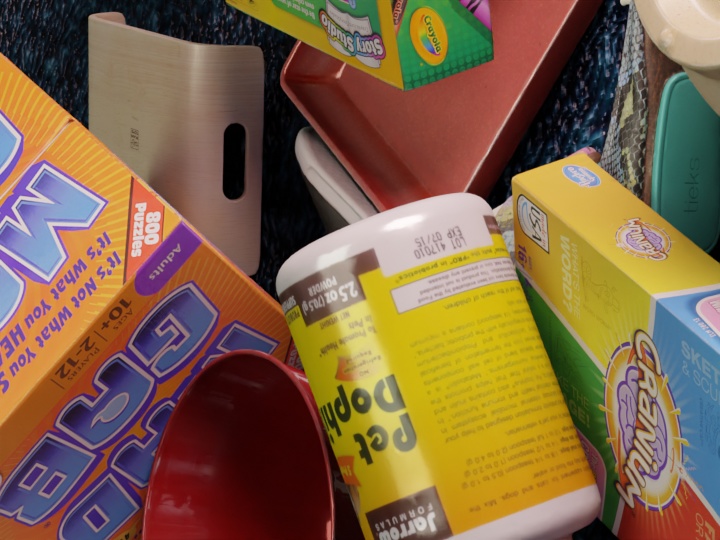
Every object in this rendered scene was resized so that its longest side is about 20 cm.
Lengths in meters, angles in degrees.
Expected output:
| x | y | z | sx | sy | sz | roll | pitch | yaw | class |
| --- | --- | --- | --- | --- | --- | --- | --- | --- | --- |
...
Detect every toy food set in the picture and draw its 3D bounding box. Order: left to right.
| x | y | z | sx | sy | sz | roll | pitch | yaw | class |
| --- | --- | --- | --- | --- | --- | --- | --- | --- | --- |
| -0.119 | -0.085 | 1.514 | 0.200 | 0.060 | 0.144 | 21 | 113 | 58 | toy food set |

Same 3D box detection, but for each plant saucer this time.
| x | y | z | sx | sy | sz | roll | pitch | yaw | class |
| --- | --- | --- | --- | --- | --- | --- | --- | --- | --- |
| 0.051 | -0.134 | 1.250 | 0.200 | 0.037 | 0.200 | -60 | 37 | 19 | plant saucer |

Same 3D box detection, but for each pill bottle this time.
| x | y | z | sx | sy | sz | roll | pitch | yaw | class |
| --- | --- | --- | --- | --- | --- | --- | --- | --- | --- |
| 0.041 | 0.074 | 1.075 | 0.109 | 0.109 | 0.201 | -30 | 78 | 51 | pill bottle |

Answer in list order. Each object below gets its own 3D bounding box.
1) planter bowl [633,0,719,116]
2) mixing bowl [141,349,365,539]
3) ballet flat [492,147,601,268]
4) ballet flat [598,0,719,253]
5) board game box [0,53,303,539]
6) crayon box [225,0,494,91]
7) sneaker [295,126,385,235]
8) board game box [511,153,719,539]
| x | y | z | sx | sy | sz | roll | pitch | yaw | class |
| --- | --- | --- | --- | --- | --- | --- | --- | --- | --- |
| 0.195 | -0.130 | 0.953 | 0.200 | 0.134 | 0.201 | -19 | 67 | 55 | planter bowl |
| -0.025 | 0.145 | 1.259 | 0.200 | 0.108 | 0.201 | -14 | 73 | 56 | mixing bowl |
| 0.065 | 0.029 | 1.164 | 0.071 | 0.069 | 0.201 | 19 | 98 | 27 | ballet flat |
| 0.143 | -0.103 | 1.090 | 0.074 | 0.074 | 0.201 | 15 | 95 | 57 | ballet flat |
| -0.186 | 0.027 | 1.338 | 0.200 | 0.200 | 0.200 | -48 | 59 | -2 | board game box |
| -0.012 | -0.180 | 1.226 | 0.200 | 0.058 | 0.119 | 32 | 137 | 53 | crayon box |
| 0.000 | 0.000 | 1.287 | 0.200 | 0.070 | 0.099 | 56 | 133 | 50 | sneaker |
| 0.135 | 0.059 | 1.037 | 0.200 | 0.040 | 0.154 | 45 | 146 | 52 | board game box |
